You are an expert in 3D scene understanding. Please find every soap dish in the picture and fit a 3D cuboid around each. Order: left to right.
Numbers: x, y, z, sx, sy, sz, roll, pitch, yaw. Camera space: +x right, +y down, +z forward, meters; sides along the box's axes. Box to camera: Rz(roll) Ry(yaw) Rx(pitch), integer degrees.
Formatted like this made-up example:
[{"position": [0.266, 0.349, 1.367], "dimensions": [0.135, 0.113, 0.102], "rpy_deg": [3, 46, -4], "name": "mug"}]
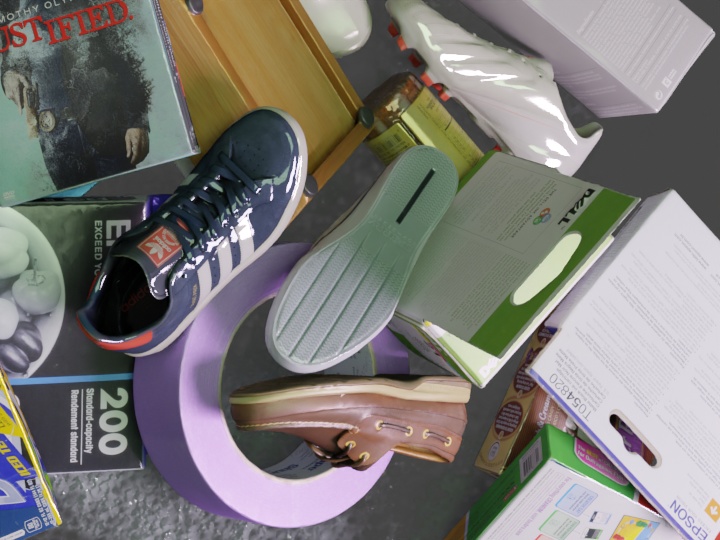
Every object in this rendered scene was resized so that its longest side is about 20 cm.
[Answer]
[{"position": [-0.081, -0.131, 1.416], "dimensions": [0.200, 0.081, 0.157], "rpy_deg": [58, 34, -13], "name": "soap dish"}]

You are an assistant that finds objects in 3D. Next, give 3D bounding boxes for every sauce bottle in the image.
[{"position": [0.075, -0.057, 1.518], "dimensions": [0.066, 0.066, 0.200], "rpy_deg": [-43, 106, -12], "name": "sauce bottle"}]

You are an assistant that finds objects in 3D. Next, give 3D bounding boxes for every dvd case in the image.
[{"position": [-0.199, -0.155, 1.337], "dimensions": [0.145, 0.022, 0.201], "rpy_deg": [-14, 93, 15], "name": "dvd case"}]

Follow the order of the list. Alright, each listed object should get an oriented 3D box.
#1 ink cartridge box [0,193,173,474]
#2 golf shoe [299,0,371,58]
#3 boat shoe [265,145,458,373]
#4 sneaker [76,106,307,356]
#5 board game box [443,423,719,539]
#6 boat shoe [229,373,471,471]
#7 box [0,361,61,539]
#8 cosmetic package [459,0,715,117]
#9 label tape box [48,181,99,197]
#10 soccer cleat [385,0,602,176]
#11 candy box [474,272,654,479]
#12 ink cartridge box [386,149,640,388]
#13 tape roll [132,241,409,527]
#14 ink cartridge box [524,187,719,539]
[{"position": [-0.198, 0.045, 1.425], "dimensions": [0.199, 0.043, 0.199], "rpy_deg": [-3, 104, -19], "name": "ink cartridge box"}, {"position": [-0.052, -0.238, 1.450], "dimensions": [0.078, 0.097, 0.200], "rpy_deg": [-42, 106, -17], "name": "golf shoe"}, {"position": [0.000, 0.000, 1.409], "dimensions": [0.074, 0.067, 0.200], "rpy_deg": [43, 63, -3], "name": "boat shoe"}, {"position": [-0.112, -0.023, 1.324], "dimensions": [0.075, 0.084, 0.200], "rpy_deg": [41, 104, 18], "name": "sneaker"}, {"position": [0.180, 0.217, 1.533], "dimensions": [0.199, 0.040, 0.153], "rpy_deg": [28, 122, -18], "name": "board game box"}, {"position": [-0.002, 0.106, 1.407], "dimensions": [0.199, 0.072, 0.068], "rpy_deg": [3, 87, -39], "name": "boat shoe"}, {"position": [-0.268, 0.087, 1.357], "dimensions": [0.070, 0.064, 0.201], "rpy_deg": [-21, 108, -8], "name": "box"}, {"position": [0.150, -0.205, 1.515], "dimensions": [0.200, 0.107, 0.090], "rpy_deg": [41, 80, -18], "name": "cosmetic package"}, {"position": [-0.234, -0.144, 1.410], "dimensions": [0.143, 0.066, 0.200], "rpy_deg": [-42, 102, -12], "name": "label tape box"}, {"position": [0.098, -0.145, 1.516], "dimensions": [0.078, 0.069, 0.200], "rpy_deg": [-42, 113, 8], "name": "soccer cleat"}, {"position": [0.184, 0.087, 1.565], "dimensions": [0.116, 0.056, 0.201], "rpy_deg": [28, 83, -18], "name": "candy box"}, {"position": [0.110, 0.007, 1.393], "dimensions": [0.148, 0.200, 0.076], "rpy_deg": [-47, 118, -9], "name": "ink cartridge box"}, {"position": [-0.061, 0.080, 1.447], "dimensions": [0.199, 0.066, 0.201], "rpy_deg": [-1, 91, -36], "name": "tape roll"}, {"position": [0.234, 0.076, 1.510], "dimensions": [0.200, 0.041, 0.200], "rpy_deg": [47, 64, -9], "name": "ink cartridge box"}]
